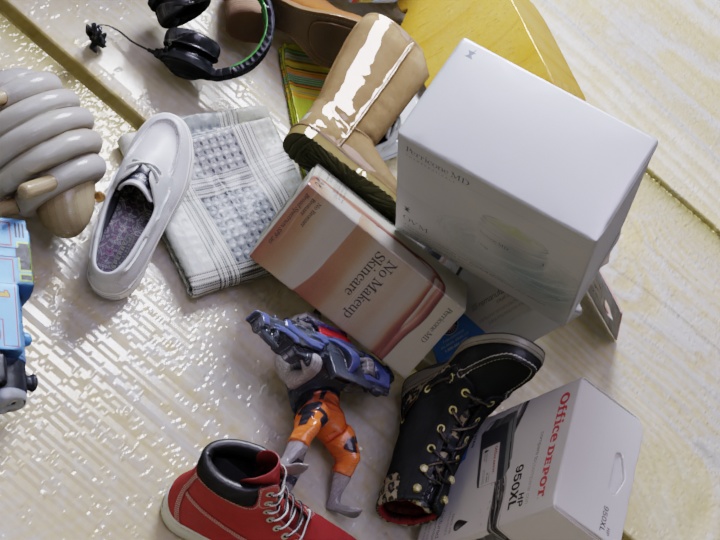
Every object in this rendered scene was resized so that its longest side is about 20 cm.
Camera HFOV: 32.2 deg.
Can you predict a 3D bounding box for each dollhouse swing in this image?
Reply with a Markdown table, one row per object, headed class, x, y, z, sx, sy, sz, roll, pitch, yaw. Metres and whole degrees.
| class | x | y | z | sx | sy | sz | roll | pitch | yaw |
| --- | --- | --- | --- | --- | --- | --- | --- | --- | --- |
| dollhouse swing | 0.170 | -0.259 | 1.573 | 0.181 | 0.176 | 0.201 | -26 | 72 | 6 |

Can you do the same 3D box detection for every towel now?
| class | x | y | z | sx | sy | sz | roll | pitch | yaw |
| --- | --- | --- | --- | --- | --- | --- | --- | --- | --- |
| towel | -0.038 | -0.171 | 1.420 | 0.086 | 0.018 | 0.201 | 1 | 62 | -26 |
| towel | -0.136 | -0.083 | 1.304 | 0.192 | 0.035 | 0.201 | -18 | 71 | -34 |

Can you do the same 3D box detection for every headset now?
| class | x | y | z | sx | sy | sz | roll | pitch | yaw |
| --- | --- | --- | --- | --- | --- | --- | --- | --- | --- |
| headset | -0.191 | -0.264 | 1.333 | 0.199 | 0.094 | 0.124 | -10 | 86 | -4 |

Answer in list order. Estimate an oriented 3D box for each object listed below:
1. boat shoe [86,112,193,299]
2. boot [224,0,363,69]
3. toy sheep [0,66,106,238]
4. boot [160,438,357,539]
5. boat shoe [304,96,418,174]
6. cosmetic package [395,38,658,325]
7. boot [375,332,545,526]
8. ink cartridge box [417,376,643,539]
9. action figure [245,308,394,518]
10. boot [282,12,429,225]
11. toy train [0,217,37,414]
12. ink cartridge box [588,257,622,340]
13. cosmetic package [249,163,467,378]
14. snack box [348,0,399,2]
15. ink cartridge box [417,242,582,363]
| class | x | y | z | sx | sy | sz | roll | pitch | yaw |
| --- | --- | --- | --- | --- | --- | --- | --- | --- | --- |
| boat shoe | -0.216 | -0.072 | 1.206 | 0.072 | 0.069 | 0.201 | 24 | 69 | 1 |
| boot | -0.059 | -0.317 | 1.448 | 0.199 | 0.074 | 0.155 | 13 | 45 | -11 |
| toy sheep | -0.313 | -0.122 | 1.174 | 0.138 | 0.138 | 0.201 | -27 | 93 | -37 |
| boot | -0.064 | 0.216 | 1.094 | 0.199 | 0.144 | 0.073 | 25 | 51 | -14 |
| boat shoe | 0.018 | -0.157 | 1.395 | 0.074 | 0.067 | 0.200 | 46 | 49 | -2 |
| cosmetic package | 0.145 | -0.076 | 1.157 | 0.199 | 0.200 | 0.123 | 30 | 69 | 13 |
| boot | 0.092 | 0.154 | 1.182 | 0.073 | 0.203 | 0.154 | 31 | 56 | -19 |
| ink cartridge box | 0.157 | 0.205 | 1.174 | 0.084 | 0.200 | 0.145 | 36 | 50 | -19 |
| action figure | -0.060 | 0.117 | 1.185 | 0.200 | 0.104 | 0.194 | 33 | 42 | -38 |
| boot | 0.027 | -0.155 | 1.318 | 0.175 | 0.066 | 0.200 | 43 | 53 | -15 |
| toy train | -0.343 | 0.042 | 1.090 | 0.114 | 0.087 | 0.201 | 5 | 59 | -32 |
| ink cartridge box | 0.259 | -0.021 | 1.384 | 0.045 | 0.200 | 0.177 | -30 | 76 | 3 |
| cosmetic package | 0.000 | 0.000 | 1.242 | 0.200 | 0.104 | 0.087 | 37 | 17 | -8 |
| snack box | -0.009 | -0.402 | 1.493 | 0.169 | 0.068 | 0.200 | 48 | 23 | 5 |
| ink cartridge box | 0.129 | -0.017 | 1.324 | 0.083 | 0.145 | 0.201 | 10 | 56 | -44 |
